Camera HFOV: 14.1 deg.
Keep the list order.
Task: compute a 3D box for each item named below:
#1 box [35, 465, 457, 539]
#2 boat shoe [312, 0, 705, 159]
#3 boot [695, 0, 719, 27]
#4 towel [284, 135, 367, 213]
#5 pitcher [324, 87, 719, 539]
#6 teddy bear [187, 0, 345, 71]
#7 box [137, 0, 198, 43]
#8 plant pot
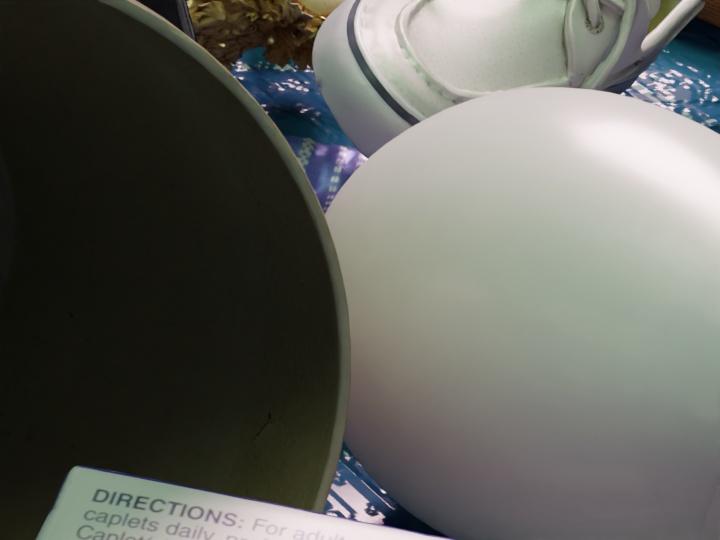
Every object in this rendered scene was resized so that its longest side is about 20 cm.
[{"bbox_3d":[0.003,0.147,0.549,0.183,0.105,0.200,11,32,5],"label":"box"},{"bbox_3d":[0.064,-0.083,0.914,0.075,0.086,0.202,55,31,10],"label":"boat shoe"},{"bbox_3d":[0.074,-0.114,1.067,0.199,0.069,0.188,26,31,11],"label":"boot"},{"bbox_3d":[0.000,0.000,0.872,0.199,0.024,0.145,10,32,4],"label":"towel"},{"bbox_3d":[0.067,0.046,0.717,0.121,0.172,0.200,21,-1,-39],"label":"pitcher"},{"bbox_3d":[-0.091,-0.088,0.952,0.199,0.067,0.145,0,22,-15],"label":"teddy bear"},{"bbox_3d":[-0.163,-0.099,0.819,0.199,0.118,0.197,-18,49,-5],"label":"box"},{"bbox_3d":[-0.116,0.009,0.682,0.199,0.201,0.134,-3,20,-17],"label":"plant pot"}]
